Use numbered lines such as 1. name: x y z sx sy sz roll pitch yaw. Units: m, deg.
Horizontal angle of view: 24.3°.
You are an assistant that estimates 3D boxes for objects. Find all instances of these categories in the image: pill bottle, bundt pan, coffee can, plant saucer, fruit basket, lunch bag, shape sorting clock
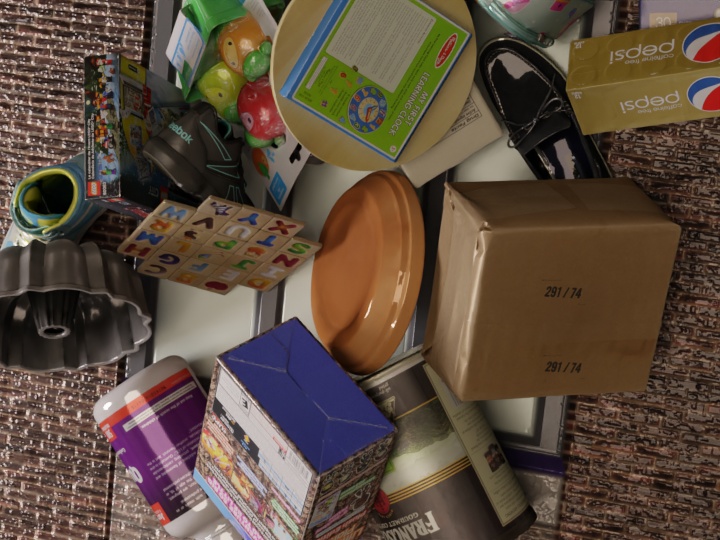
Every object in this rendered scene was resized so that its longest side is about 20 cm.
1. pill bottle: -0.182 0.195 1.732 0.112 0.112 0.200 -34 87 19
2. bundt pan: -0.315 0.031 1.719 0.201 0.202 0.076 -18 61 19
3. coffee can: 0.064 0.185 1.637 0.146 0.146 0.201 -27 89 19
4. plant saucer: 0.000 0.000 1.613 0.037 0.200 0.201 10 104 -24
5. fruit basket: -0.110 -0.181 1.622 0.200 0.093 0.185 63 151 18
6. lunch bag: 0.123 -0.290 1.543 0.077 0.160 0.200 -43 79 13
7. shape sorting clock: 0.013 -0.188 1.512 0.199 0.039 0.201 -5 107 -17

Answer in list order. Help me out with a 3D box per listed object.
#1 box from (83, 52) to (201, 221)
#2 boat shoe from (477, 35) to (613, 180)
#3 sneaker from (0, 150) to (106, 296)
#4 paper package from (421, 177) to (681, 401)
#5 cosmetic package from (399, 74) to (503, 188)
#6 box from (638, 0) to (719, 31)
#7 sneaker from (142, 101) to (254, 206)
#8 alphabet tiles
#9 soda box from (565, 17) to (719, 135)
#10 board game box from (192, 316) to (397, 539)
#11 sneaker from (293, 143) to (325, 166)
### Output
1. box: -0.209 -0.120 1.632 0.038 0.200 0.137 -4 81 17
2. boat shoe: 0.177 -0.137 1.598 0.074 0.062 0.200 -32 87 21
3. sneaker: -0.340 -0.042 1.736 0.079 0.131 0.200 40 108 7
4. paper package: 0.170 0.017 1.533 0.199 0.104 0.191 -3 119 -20
5. cosmetic package: 0.040 -0.191 1.582 0.105 0.071 0.200 -30 110 1
6. box: 0.318 -0.313 1.543 0.121 0.032 0.201 1 98 17
7. sneaker: -0.137 -0.098 1.621 0.075 0.200 0.079 37 86 22
8. alphabet tiles: -0.141 -0.022 1.652 0.166 0.200 0.006 15 63 -23
9. soda box: 0.293 -0.181 1.533 0.199 0.068 0.064 -7 139 23
10. board game box: -0.066 0.175 1.587 0.159 0.097 0.200 47 145 25
11. sneaker: -0.037 -0.200 1.647 0.078 0.077 0.201 15 104 13
